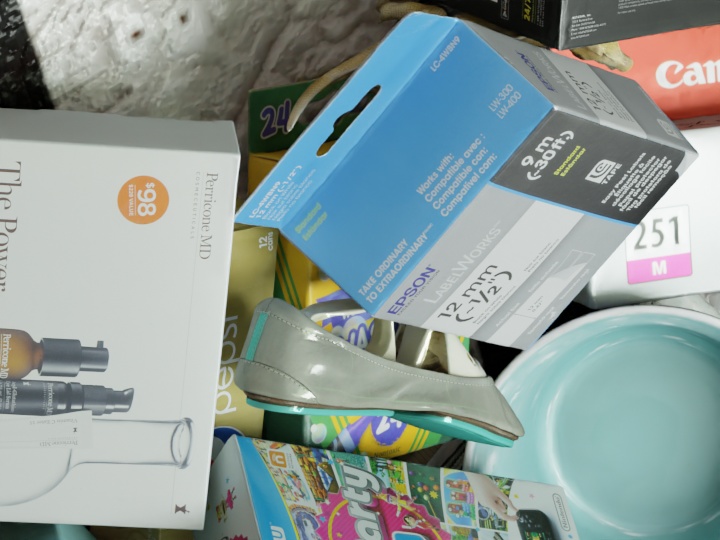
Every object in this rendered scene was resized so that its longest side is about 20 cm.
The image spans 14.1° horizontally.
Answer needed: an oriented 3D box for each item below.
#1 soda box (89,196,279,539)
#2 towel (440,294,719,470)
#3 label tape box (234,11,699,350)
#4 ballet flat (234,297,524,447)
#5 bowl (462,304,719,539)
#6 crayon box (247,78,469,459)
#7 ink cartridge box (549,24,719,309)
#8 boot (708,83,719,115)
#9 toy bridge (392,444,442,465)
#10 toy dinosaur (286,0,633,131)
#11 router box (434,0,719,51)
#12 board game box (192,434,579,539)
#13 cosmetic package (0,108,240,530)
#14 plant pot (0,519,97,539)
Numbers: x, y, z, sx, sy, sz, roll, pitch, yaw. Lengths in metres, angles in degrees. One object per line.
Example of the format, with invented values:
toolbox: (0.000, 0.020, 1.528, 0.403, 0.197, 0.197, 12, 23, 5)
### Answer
soda box: (-0.092, 0.059, 1.486, 0.064, 0.068, 0.200, -13, 119, -35)
towel: (0.174, 0.122, 1.665, 0.200, 0.035, 0.193, 44, 101, -8)
label tape box: (0.054, -0.041, 1.423, 0.143, 0.066, 0.200, -49, 148, 21)
ballet flat: (0.019, 0.049, 1.465, 0.200, 0.067, 0.064, 12, 87, -47)
bowl: (0.158, 0.104, 1.596, 0.201, 0.105, 0.201, 1, 104, 6)
crayon box: (0.000, 0.000, 1.516, 0.126, 0.052, 0.200, -14, 110, -44)
ink cartridge box: (0.201, -0.079, 1.581, 0.200, 0.044, 0.174, -8, 102, -20)
boot: (0.125, -0.075, 1.603, 0.144, 0.071, 0.201, 11, 107, -43)
toy bridge: (-0.025, 0.068, 1.577, 0.067, 0.027, 0.200, -51, 134, -9)
toy dinosaur: (0.036, -0.114, 1.464, 0.200, 0.101, 0.058, -11, 99, -23)
router box: (0.129, -0.167, 1.502, 0.200, 0.149, 0.051, -13, 116, -37)
board game box: (0.024, 0.170, 1.455, 0.200, 0.148, 0.064, 10, 134, -28)
cosmetic package: (-0.141, 0.024, 1.391, 0.151, 0.052, 0.200, 2, 113, -10)
plant pot: (-0.151, 0.225, 1.452, 0.141, 0.141, 0.200, -23, 120, -3)
